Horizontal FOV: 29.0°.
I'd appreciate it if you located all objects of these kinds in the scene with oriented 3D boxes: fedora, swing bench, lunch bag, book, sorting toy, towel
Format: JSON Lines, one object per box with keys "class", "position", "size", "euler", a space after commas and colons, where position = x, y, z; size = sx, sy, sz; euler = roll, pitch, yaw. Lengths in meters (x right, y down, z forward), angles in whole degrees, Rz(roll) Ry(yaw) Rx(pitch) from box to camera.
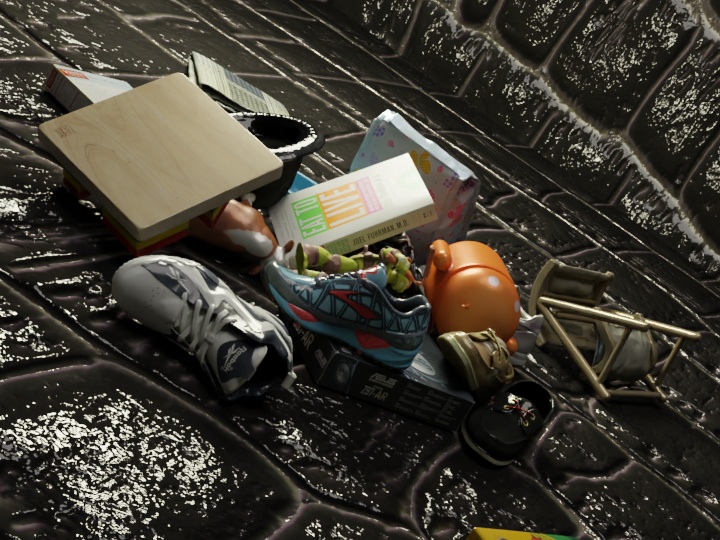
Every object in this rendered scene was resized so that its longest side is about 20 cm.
{"class": "fedora", "position": [-0.143, -0.135, 1.778], "size": [0.198, 0.093, 0.201], "euler": [3, 24, -2]}
{"class": "swing bench", "position": [0.369, 0.092, 2.088], "size": [0.200, 0.131, 0.198], "euler": [38, 17, 35]}
{"class": "lunch bag", "position": [0.072, -0.115, 1.992], "size": [0.169, 0.201, 0.127], "euler": [38, 57, 17]}
{"class": "book", "position": [-0.011, -0.070, 1.764], "size": [0.134, 0.198, 0.048], "euler": [-113, -177, -57]}
{"class": "sorting toy", "position": [-0.225, -0.114, 1.559], "size": [0.198, 0.070, 0.200], "euler": [-27, 55, -34]}
{"class": "towel", "position": [-0.198, -0.279, 2.283], "size": [0.191, 0.035, 0.200], "euler": [29, 15, -21]}

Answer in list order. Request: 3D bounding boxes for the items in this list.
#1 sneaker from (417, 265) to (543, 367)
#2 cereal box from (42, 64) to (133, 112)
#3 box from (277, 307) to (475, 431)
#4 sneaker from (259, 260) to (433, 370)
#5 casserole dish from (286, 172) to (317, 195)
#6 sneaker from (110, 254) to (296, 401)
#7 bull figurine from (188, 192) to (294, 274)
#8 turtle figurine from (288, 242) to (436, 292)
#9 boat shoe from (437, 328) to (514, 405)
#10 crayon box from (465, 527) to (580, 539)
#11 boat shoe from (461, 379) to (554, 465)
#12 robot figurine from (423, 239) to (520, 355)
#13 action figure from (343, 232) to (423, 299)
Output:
{"class": "sneaker", "position": [0.165, 0.042, 1.901], "size": [0.199, 0.100, 0.075], "euler": [37, 18, 20]}
{"class": "cereal box", "position": [-0.305, -0.192, 1.814], "size": [0.200, 0.040, 0.143], "euler": [42, 19, 30]}
{"class": "box", "position": [0.016, 0.096, 1.576], "size": [0.199, 0.044, 0.161], "euler": [22, 19, -30]}
{"class": "sneaker", "position": [-0.012, 0.024, 1.482], "size": [0.198, 0.096, 0.079], "euler": [25, 17, -22]}
{"class": "casserole dish", "position": [-0.062, -0.086, 1.956], "size": [0.199, 0.039, 0.121], "euler": [32, 17, 0]}
{"class": "sneaker", "position": [-0.141, 0.061, 1.327], "size": [0.198, 0.080, 0.130], "euler": [36, 5, -26]}
{"class": "bull figurine", "position": [-0.167, -0.061, 1.653], "size": [0.199, 0.065, 0.122], "euler": [25, 16, -25]}
{"class": "turtle figurine", "position": [0.000, 0.000, 1.637], "size": [0.159, 0.200, 0.065], "euler": [5, 66, -18]}
{"class": "boat shoe", "position": [0.139, 0.101, 1.624], "size": [0.074, 0.066, 0.200], "euler": [56, 1, 18]}
{"class": "crayon box", "position": [0.168, 0.299, 1.270], "size": [0.199, 0.051, 0.127], "euler": [15, 25, -44]}
{"class": "boat shoe", "position": [0.173, 0.172, 1.616], "size": [0.074, 0.063, 0.201], "euler": [41, 20, 13]}
{"class": "robot figurine", "position": [0.143, 0.036, 1.773], "size": [0.115, 0.146, 0.200], "euler": [0, 20, -4]}
{"class": "action figure", "position": [0.029, -0.019, 1.831], "size": [0.119, 0.101, 0.202], "euler": [42, 41, -43]}
